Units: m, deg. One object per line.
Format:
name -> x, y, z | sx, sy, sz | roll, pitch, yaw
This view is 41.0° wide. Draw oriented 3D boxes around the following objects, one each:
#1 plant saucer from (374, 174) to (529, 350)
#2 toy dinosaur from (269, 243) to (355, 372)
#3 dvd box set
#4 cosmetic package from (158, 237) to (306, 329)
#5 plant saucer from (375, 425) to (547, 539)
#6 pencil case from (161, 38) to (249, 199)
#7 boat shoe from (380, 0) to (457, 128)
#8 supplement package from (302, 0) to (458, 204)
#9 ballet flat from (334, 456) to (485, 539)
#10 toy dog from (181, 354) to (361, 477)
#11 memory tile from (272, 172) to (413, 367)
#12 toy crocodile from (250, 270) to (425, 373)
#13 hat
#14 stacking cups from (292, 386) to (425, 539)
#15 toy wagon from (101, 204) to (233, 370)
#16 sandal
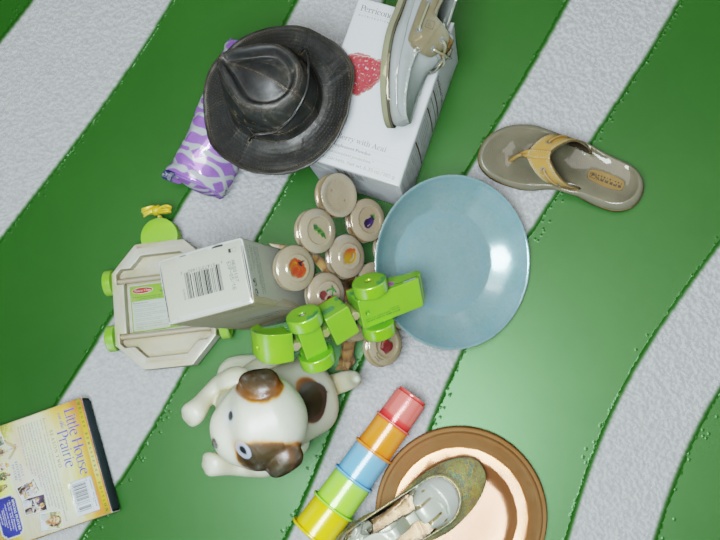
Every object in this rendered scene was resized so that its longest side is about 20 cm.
plant saucer -> 0.102, -0.009, 1.120 | 0.200, 0.039, 0.202 | 0, 91, -23
toy dinosaur -> -0.021, 0.029, 1.108 | 0.060, 0.106, 0.201 | 3, 124, 37
dvd box set -> -0.407, 0.254, 1.175 | 0.199, 0.029, 0.147 | -20, 80, 5
cosmetic package -> -0.130, 0.020, 1.082 | 0.103, 0.200, 0.073 | -15, 80, 17
plant saucer -> 0.115, 0.280, 1.106 | 0.199, 0.037, 0.201 | -1, 82, 6
pencil case -> -0.169, -0.185, 1.185 | 0.085, 0.084, 0.200 | 22, 83, 46
boat shoe -> 0.067, -0.250, 1.043 | 0.068, 0.075, 0.201 | 8, 82, 13
supplement package -> 0.027, -0.195, 1.139 | 0.121, 0.120, 0.201 | 18, 84, 10
ballet flat -> 0.054, 0.276, 1.063 | 0.200, 0.071, 0.071 | -32, 80, 2
toy dog -> -0.096, 0.165, 1.058 | 0.193, 0.200, 0.140 | -8, 90, 7
memory tile -> 0.000, 0.000, 1.093 | 0.200, 0.017, 0.154 | 42, 65, -27
toy crocodile -> -0.021, 0.050, 1.034 | 0.199, 0.062, 0.068 | -25, 118, -14
hat -> -0.110, -0.205, 1.075 | 0.200, 0.081, 0.201 | -7, 73, 22
stacking cups -> 0.006, 0.228, 1.120 | 0.060, 0.061, 0.200 | 38, 85, 10
toy wagon -> -0.238, 0.019, 1.184 | 0.155, 0.040, 0.201 | -6, 81, 6
sandal -> 0.238, -0.125, 1.136 | 0.199, 0.054, 0.081 | 19, 85, 9
